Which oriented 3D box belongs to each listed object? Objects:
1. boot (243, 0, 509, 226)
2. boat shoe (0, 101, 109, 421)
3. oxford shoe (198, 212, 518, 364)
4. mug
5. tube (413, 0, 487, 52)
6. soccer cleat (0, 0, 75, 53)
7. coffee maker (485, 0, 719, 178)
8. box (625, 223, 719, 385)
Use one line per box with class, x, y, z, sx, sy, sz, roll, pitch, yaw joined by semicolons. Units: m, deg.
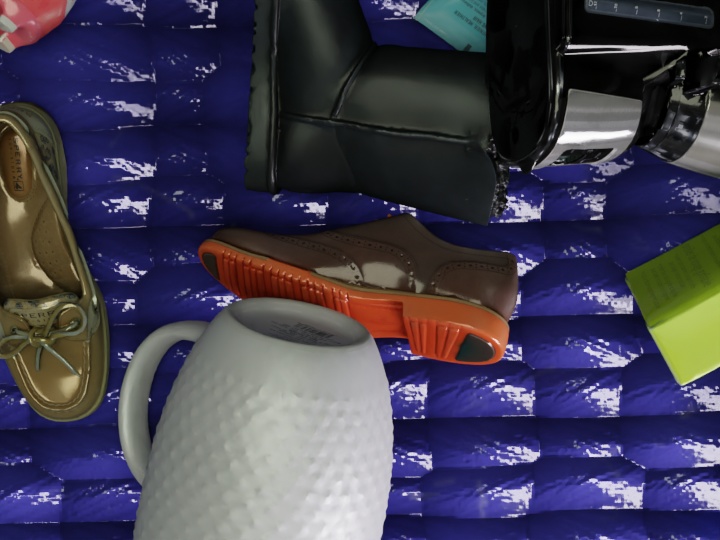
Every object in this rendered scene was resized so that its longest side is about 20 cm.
boot;0.020;-0.132;1.416;0.167;0.076;0.202;5;103;4
boat shoe;-0.202;-0.001;1.449;0.073;0.063;0.202;-13;97;3
oxford shoe;0.000;0.000;1.452;0.198;0.071;0.073;15;65;7
mug;-0.072;0.105;1.422;0.199;0.147;0.177;24;110;37
tube;0.121;-0.208;1.421;0.077;0.050;0.200;37;102;1
soccer cleat;-0.255;-0.216;1.431;0.200;0.067;0.077;40;66;2
coffee maker;0.176;-0.142;1.366;0.198;0.135;0.193;6;56;-19
box;0.259;-0.013;1.400;0.199;0.122;0.048;-29;103;6
